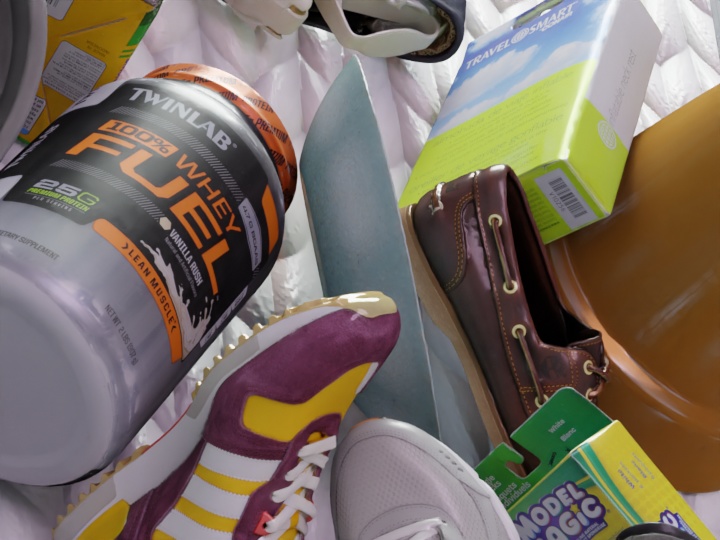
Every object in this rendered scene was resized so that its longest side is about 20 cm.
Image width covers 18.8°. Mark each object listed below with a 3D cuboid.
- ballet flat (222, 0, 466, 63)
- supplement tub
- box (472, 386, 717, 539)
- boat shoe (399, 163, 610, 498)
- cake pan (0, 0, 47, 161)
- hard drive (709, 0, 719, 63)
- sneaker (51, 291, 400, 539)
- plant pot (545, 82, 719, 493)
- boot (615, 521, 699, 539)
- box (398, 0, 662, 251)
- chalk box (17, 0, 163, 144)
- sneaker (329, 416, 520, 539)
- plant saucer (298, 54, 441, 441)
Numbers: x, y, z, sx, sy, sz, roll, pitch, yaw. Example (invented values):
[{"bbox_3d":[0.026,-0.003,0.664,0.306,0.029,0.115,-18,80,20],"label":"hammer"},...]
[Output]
[{"bbox_3d":[-0.023,-0.157,1.209,0.200,0.073,0.073,13,49,-31],"label":"ballet flat"},{"bbox_3d":[-0.112,-0.006,0.969,0.123,0.123,0.200,40,41,-3],"label":"supplement tub"},{"bbox_3d":[0.123,0.161,1.010,0.200,0.117,0.048,51,41,12],"label":"box"},{"bbox_3d":[0.087,0.045,1.076,0.200,0.070,0.070,63,17,-6],"label":"boat shoe"},{"bbox_3d":[-0.237,-0.107,0.941,0.200,0.037,0.201,0,90,-9],"label":"cake pan"},{"bbox_3d":[0.239,-0.082,1.095,0.132,0.027,0.200,21,45,-23],"label":"hard drive"},{"bbox_3d":[-0.040,0.091,0.886,0.075,0.200,0.090,-5,57,-52],"label":"sneaker"},{"bbox_3d":[0.199,-0.012,1.164,0.200,0.183,0.200,20,46,-22],"label":"plant pot"},{"bbox_3d":[0.173,0.195,0.878,0.200,0.068,0.131,42,40,-10],"label":"boot"},{"bbox_3d":[0.092,-0.080,1.182,0.048,0.122,0.200,50,36,-21],"label":"box"},{"bbox_3d":[-0.150,-0.180,1.089,0.124,0.124,0.200,30,42,-11],"label":"chalk box"},{"bbox_3d":[0.036,0.143,0.857,0.092,0.076,0.200,57,9,-68],"label":"sneaker"},{"bbox_3d":[0.000,0.000,1.031,0.039,0.201,0.201,-13,57,-2],"label":"plant saucer"}]
